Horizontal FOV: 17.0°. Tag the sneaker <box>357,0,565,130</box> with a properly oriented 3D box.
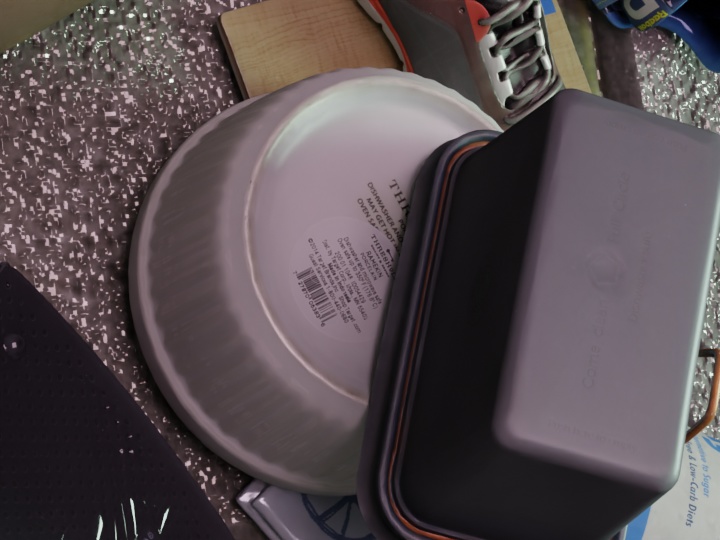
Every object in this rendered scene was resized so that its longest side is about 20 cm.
[{"bbox_3d":[0.062,-0.113,1.214,0.077,0.082,0.201,-41,98,-29],"label":"sneaker"}]

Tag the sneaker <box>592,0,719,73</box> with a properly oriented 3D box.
[{"bbox_3d":[0.148,-0.181,1.299,0.199,0.074,0.083,30,69,-18],"label":"sneaker"}]

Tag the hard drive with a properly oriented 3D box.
[{"bbox_3d":[-0.135,0.112,1.063,0.201,0.042,0.135,54,43,-26],"label":"hard drive"}]

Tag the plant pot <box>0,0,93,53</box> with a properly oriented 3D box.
[{"bbox_3d":[-0.172,-0.175,1.077,0.175,0.200,0.200,-44,100,-11],"label":"plant pot"}]

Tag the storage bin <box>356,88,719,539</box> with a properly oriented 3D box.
[{"bbox_3d":[0.096,0.027,1.031,0.144,0.134,0.202,16,71,-11],"label":"storage bin"}]

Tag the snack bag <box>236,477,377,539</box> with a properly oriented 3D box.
[{"bbox_3d":[0.059,0.112,1.215,0.189,0.021,0.200,47,63,-11],"label":"snack bag"}]

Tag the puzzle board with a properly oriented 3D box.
[{"bbox_3d":[0.034,-0.084,1.249,0.199,0.017,0.152,-19,87,-30],"label":"puzzle board"}]

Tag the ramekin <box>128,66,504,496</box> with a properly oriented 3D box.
[{"bbox_3d":[0.000,0.000,1.139,0.198,0.105,0.202,6,75,-23],"label":"ramekin"}]

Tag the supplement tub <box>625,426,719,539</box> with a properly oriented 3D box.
[{"bbox_3d":[0.158,0.147,1.175,0.199,0.132,0.133,23,69,-22],"label":"supplement tub"}]
